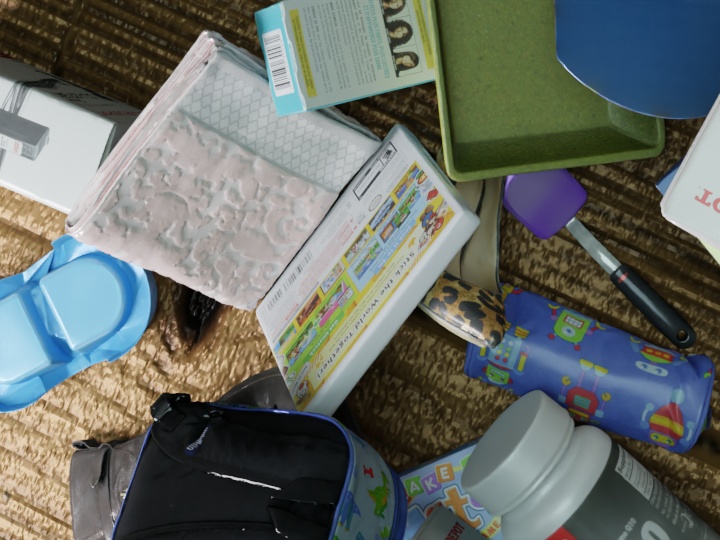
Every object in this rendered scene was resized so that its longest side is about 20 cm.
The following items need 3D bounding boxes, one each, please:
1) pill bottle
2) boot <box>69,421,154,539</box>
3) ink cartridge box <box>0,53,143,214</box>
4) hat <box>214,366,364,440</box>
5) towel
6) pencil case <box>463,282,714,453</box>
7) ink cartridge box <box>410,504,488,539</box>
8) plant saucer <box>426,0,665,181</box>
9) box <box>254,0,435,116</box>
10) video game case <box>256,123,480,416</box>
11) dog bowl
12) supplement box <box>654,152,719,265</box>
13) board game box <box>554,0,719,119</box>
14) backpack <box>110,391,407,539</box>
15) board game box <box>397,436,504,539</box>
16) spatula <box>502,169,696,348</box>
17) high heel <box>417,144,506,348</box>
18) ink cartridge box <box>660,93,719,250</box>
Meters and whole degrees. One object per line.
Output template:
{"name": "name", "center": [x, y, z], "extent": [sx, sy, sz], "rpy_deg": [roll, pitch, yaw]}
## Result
{"name": "pill bottle", "center": [0.179, 0.192, 1.249], "extent": [0.200, 0.114, 0.114], "rpy_deg": [41, 102, -8]}
{"name": "boot", "center": [-0.172, 0.214, 1.341], "extent": [0.173, 0.069, 0.202], "rpy_deg": [-30, 63, 41]}
{"name": "ink cartridge box", "center": [-0.270, -0.116, 1.332], "extent": [0.198, 0.144, 0.085], "rpy_deg": [23, 99, 10]}
{"name": "hat", "center": [-0.051, 0.173, 1.331], "extent": [0.199, 0.081, 0.203], "rpy_deg": [-6, 81, 38]}
{"name": "towel", "center": [-0.102, -0.068, 1.281], "extent": [0.191, 0.199, 0.032], "rpy_deg": [-51, 45, 14]}
{"name": "pencil case", "center": [0.182, 0.074, 1.279], "extent": [0.198, 0.087, 0.078], "rpy_deg": [20, 140, 11]}
{"name": "ink cartridge box", "center": [0.105, 0.283, 1.241], "extent": [0.199, 0.146, 0.083], "rpy_deg": [36, 104, 8]}
{"name": "plant saucer", "center": [0.130, -0.176, 1.247], "extent": [0.198, 0.048, 0.202], "rpy_deg": [-8, 93, -26]}
{"name": "box", "center": [0.023, -0.178, 1.246], "extent": [0.198, 0.049, 0.083], "rpy_deg": [-16, 97, -28]}
{"name": "video game case", "center": [0.000, 0.000, 1.273], "extent": [0.023, 0.182, 0.201], "rpy_deg": [32, 103, -26]}
{"name": "dog bowl", "center": [-0.258, 0.041, 1.392], "extent": [0.199, 0.050, 0.112], "rpy_deg": [-28, 88, 14]}
{"name": "supplement box", "center": [0.325, -0.031, 1.175], "extent": [0.134, 0.200, 0.201], "rpy_deg": [-40, 86, 12]}
{"name": "board game box", "center": [0.215, -0.193, 1.224], "extent": [0.156, 0.039, 0.202], "rpy_deg": [4, 65, -8]}
{"name": "backpack", "center": [-0.065, 0.192, 1.176], "extent": [0.198, 0.147, 0.184], "rpy_deg": [-4, 55, 38]}
{"name": "board game box", "center": [0.099, 0.245, 1.333], "extent": [0.150, 0.037, 0.202], "rpy_deg": [-25, 88, 14]}
{"name": "spatula", "center": [0.191, -0.012, 1.299], "extent": [0.057, 0.021, 0.200], "rpy_deg": [-45, 85, 11]}
{"name": "high heel", "center": [0.091, -0.034, 1.241], "extent": [0.071, 0.200, 0.143], "rpy_deg": [24, 106, -27]}
{"name": "ink cartridge box", "center": [0.292, -0.089, 1.001], "extent": [0.146, 0.145, 0.201], "rpy_deg": [30, 98, 9]}
